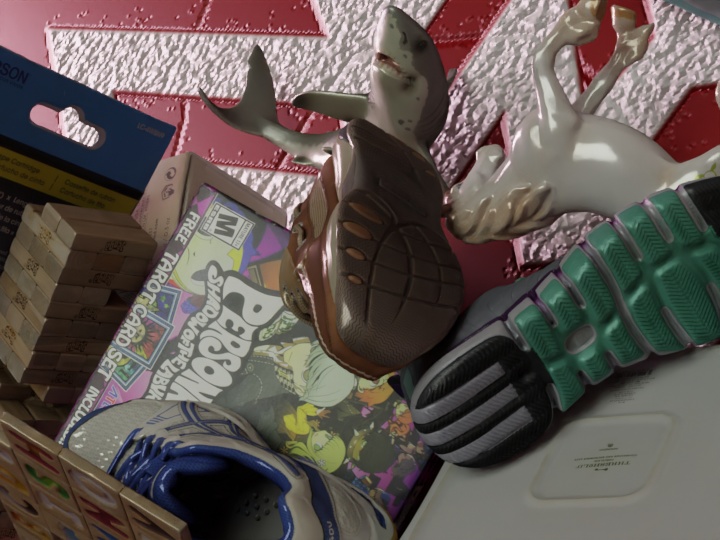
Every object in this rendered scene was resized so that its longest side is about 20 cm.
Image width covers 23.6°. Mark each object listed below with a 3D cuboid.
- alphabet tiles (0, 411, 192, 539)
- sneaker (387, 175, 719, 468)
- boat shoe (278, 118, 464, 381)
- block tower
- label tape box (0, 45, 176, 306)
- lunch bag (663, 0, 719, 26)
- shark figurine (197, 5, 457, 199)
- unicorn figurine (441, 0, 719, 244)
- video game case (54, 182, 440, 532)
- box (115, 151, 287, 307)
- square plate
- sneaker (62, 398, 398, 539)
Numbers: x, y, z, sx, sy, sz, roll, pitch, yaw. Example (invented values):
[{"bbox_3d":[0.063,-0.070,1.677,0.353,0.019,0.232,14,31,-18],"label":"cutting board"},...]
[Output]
[{"bbox_3d":[-0.113,0.136,0.825,0.167,0.200,0.008,29,65,17],"label":"alphabet tiles"},{"bbox_3d":[0.101,0.008,0.782,0.200,0.074,0.088,-29,20,-6],"label":"sneaker"},{"bbox_3d":[0.000,0.000,0.812,0.072,0.076,0.200,-49,14,22],"label":"boat shoe"},{"bbox_3d":[-0.176,0.058,0.933,0.054,0.058,0.200,42,115,43],"label":"block tower"},{"bbox_3d":[-0.211,-0.025,0.931,0.066,0.143,0.200,37,100,40],"label":"label tape box"},{"bbox_3d":[0.168,-0.225,0.863,0.200,0.122,0.171,30,89,40],"label":"lunch bag"},{"bbox_3d":[0.009,-0.092,0.978,0.090,0.128,0.214,-48,21,-26],"label":"shark figurine"},{"bbox_3d":[0.118,-0.057,0.832,0.200,0.074,0.138,26,98,32],"label":"unicorn figurine"},{"bbox_3d":[-0.054,0.083,0.892,0.181,0.036,0.200,30,88,15],"label":"video game case"},{"bbox_3d":[-0.150,0.002,1.034,0.200,0.095,0.078,-12,60,34],"label":"box"},{"bbox_3d":[0.106,0.090,0.735,0.200,0.028,0.198,-7,31,33],"label":"square plate"},{"bbox_3d":[-0.077,0.096,0.809,0.200,0.088,0.075,14,78,36],"label":"sneaker"}]
